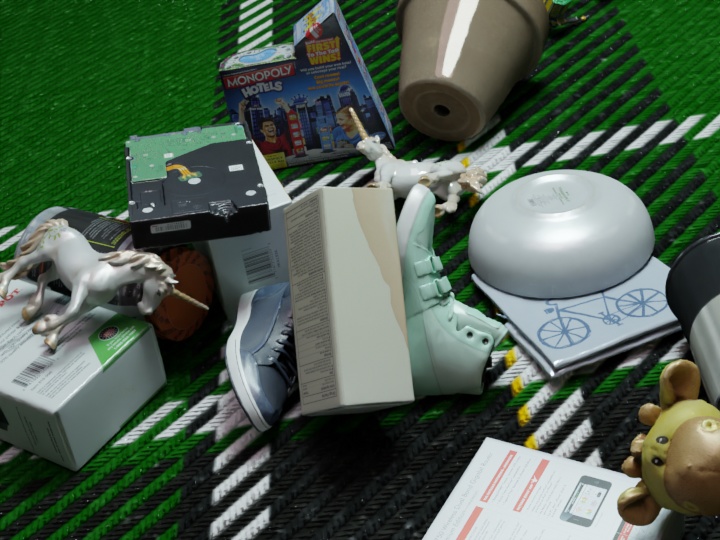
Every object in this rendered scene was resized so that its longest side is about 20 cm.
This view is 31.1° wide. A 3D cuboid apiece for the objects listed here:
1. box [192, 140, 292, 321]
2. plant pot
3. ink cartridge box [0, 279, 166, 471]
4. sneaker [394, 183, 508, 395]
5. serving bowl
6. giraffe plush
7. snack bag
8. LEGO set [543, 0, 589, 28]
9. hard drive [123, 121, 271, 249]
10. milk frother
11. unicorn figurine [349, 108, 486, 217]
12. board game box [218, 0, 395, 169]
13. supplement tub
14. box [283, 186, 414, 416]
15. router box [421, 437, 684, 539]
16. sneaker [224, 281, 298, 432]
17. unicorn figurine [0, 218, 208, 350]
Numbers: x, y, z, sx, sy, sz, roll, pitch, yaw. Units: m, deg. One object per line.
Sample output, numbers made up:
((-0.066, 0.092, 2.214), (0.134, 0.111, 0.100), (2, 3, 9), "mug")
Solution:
((-0.139, -0.058, 1.440), (0.097, 0.125, 0.200), (-18, 36, -12), "box")
((0.122, -0.264, 1.627), (0.198, 0.201, 0.176), (7, 55, 23), "plant pot")
((-0.320, 0.100, 1.304), (0.199, 0.084, 0.147), (16, 43, 31), "ink cartridge box")
((0.087, 0.021, 1.235), (0.117, 0.203, 0.074), (5, 7, 10), "sneaker")
((0.208, -0.053, 1.366), (0.198, 0.066, 0.201), (-9, 32, 5), "serving bowl")
((0.285, 0.146, 0.960), (0.161, 0.200, 0.174), (20, 67, 1), "giraffe plush")
((0.227, 0.025, 1.319), (0.187, 0.022, 0.200), (-20, 33, -14), "snack bag")
((0.274, -0.409, 1.865), (0.153, 0.116, 0.200), (37, 55, 11), "LEGO set")
((-0.172, -0.091, 1.335), (0.138, 0.038, 0.201), (-8, 32, -8), "hard drive")
((0.376, 0.026, 1.126), (0.178, 0.202, 0.189), (-5, 35, 0), "milk frother")
((0.053, -0.109, 1.506), (0.198, 0.075, 0.137), (16, 29, 13), "unicorn figurine")
((-0.068, -0.233, 1.598), (0.198, 0.201, 0.062), (-9, 36, 1), "board game box")
((-0.263, 0.007, 1.385), (0.198, 0.123, 0.123), (14, 42, 31), "supplement tub")
((-0.013, 0.030, 1.203), (0.077, 0.202, 0.095), (-1, -9, -28), "box")
((0.141, 0.234, 1.027), (0.178, 0.049, 0.200), (12, 41, 29), "router box")
((-0.053, 0.061, 1.267), (0.145, 0.077, 0.203), (-22, 32, 14), "sneaker")
((-0.271, 0.011, 1.269), (0.200, 0.074, 0.137), (41, 79, 22), "unicorn figurine")
